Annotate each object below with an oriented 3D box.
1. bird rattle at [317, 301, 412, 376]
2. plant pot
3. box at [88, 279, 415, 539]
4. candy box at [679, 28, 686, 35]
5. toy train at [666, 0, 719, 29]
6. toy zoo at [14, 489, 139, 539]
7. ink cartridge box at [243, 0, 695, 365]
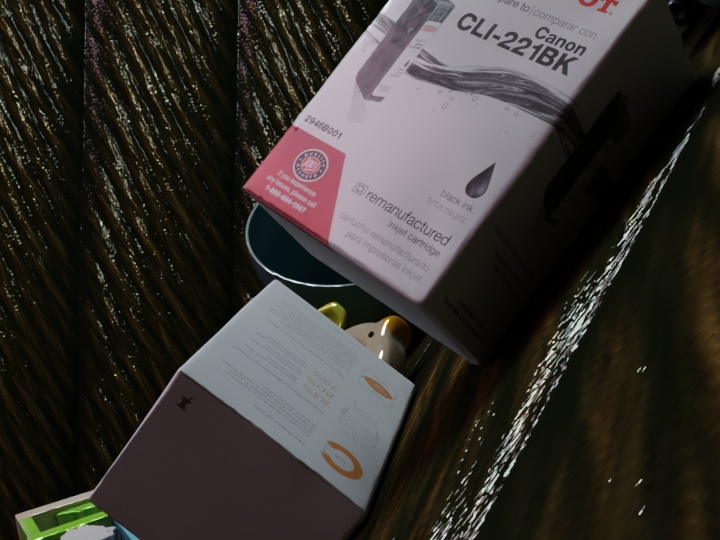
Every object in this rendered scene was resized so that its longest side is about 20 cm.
[{"bbox_3d":[-0.036,0.102,0.849,0.163,0.113,0.200,-29,20,44],"label":"bird rattle"},{"bbox_3d":[0.000,0.000,1.079,0.200,0.200,0.135,-53,-35,-40],"label":"plant pot"},{"bbox_3d":[-0.054,0.100,0.676,0.098,0.124,0.200,-53,0,17],"label":"box"},{"bbox_3d":[0.169,-0.232,0.798,0.200,0.168,0.072,-53,6,5],"label":"candy box"},{"bbox_3d":[0.228,-0.228,0.644,0.200,0.085,0.114,-53,10,50],"label":"toy train"},{"bbox_3d":[-0.135,0.183,0.717,0.131,0.021,0.200,-15,18,-27],"label":"toy zoo"},{"bbox_3d":[0.059,-0.075,0.600,0.200,0.144,0.084,-52,-37,-6],"label":"ink cartridge box"}]
